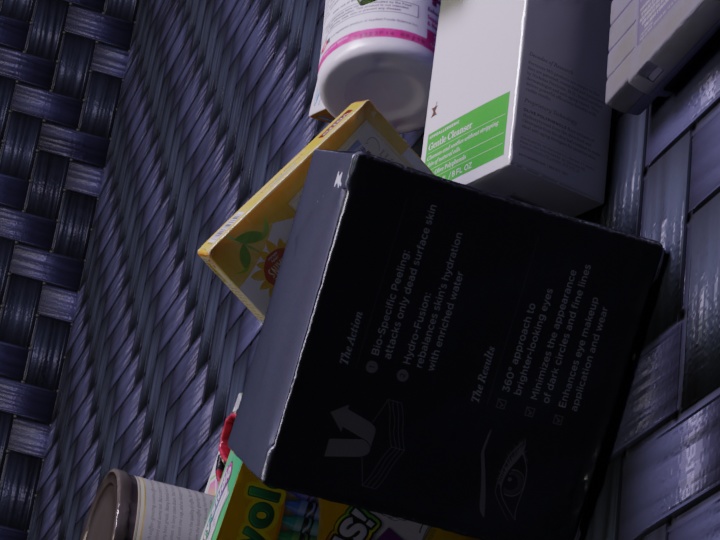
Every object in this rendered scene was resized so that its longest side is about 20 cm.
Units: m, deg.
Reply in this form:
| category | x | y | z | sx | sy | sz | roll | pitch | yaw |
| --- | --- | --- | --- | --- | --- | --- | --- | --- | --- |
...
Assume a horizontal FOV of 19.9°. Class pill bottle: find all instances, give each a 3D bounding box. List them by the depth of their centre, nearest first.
| category | x | y | z | sx | sy | sz | roll | pitch | yaw |
| --- | --- | --- | --- | --- | --- | --- | --- | --- | --- |
| pill bottle | 0.026 | -0.224 | 1.754 | 0.113 | 0.113 | 0.200 | 124 | 156 | -50 |

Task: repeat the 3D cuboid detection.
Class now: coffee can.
| category | x | y | z | sx | sy | sz | roll | pitch | yaw |
| --- | --- | --- | --- | --- | --- | --- | --- | --- | --- |
| coffee can | -0.117 | 0.250 | 1.618 | 0.146 | 0.200 | 0.146 | -165 | 90 | -75 |

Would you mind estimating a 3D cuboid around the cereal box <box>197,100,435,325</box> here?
| category | x | y | z | sx | sy | sz | roll | pitch | yaw |
| --- | --- | --- | --- | --- | --- | --- | --- | --- | --- |
| cereal box | 0.016 | 0.013 | 1.304 | 0.144 | 0.200 | 0.040 | -43 | 12 | -10 |

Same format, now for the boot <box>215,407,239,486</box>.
| category | x | y | z | sx | sy | sz | roll | pitch | yaw |
| --- | --- | --- | --- | --- | --- | --- | --- | --- | --- |
| boot | -0.028 | 0.133 | 1.509 | 0.200 | 0.150 | 0.073 | -104 | 33 | -62 |

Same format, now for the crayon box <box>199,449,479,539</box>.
| category | x | y | z | sx | sy | sz | roll | pitch | yaw |
| --- | --- | --- | --- | --- | --- | --- | --- | --- | --- |
| crayon box | -0.016 | 0.184 | 1.372 | 0.058 | 0.172 | 0.200 | -123 | 50 | -71 |

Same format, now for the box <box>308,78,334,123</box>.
| category | x | y | z | sx | sy | sz | roll | pitch | yaw |
| --- | --- | --- | --- | --- | --- | --- | --- | --- | --- |
| box | -0.001 | -0.208 | 1.979 | 0.200 | 0.041 | 0.119 | 172 | 113 | -71 |

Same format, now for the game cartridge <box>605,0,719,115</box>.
| category | x | y | z | sx | sy | sz | roll | pitch | yaw |
| --- | --- | --- | --- | --- | --- | --- | --- | --- | --- |
| game cartridge | 0.206 | -0.191 | 1.227 | 0.200 | 0.038 | 0.130 | 129 | 148 | -56 |

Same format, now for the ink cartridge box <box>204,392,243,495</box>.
| category | x | y | z | sx | sy | sz | roll | pitch | yaw |
| --- | --- | --- | --- | --- | --- | --- | --- | --- | --- |
| ink cartridge box | -0.109 | 0.226 | 1.887 | 0.104 | 0.059 | 0.200 | -113 | 41 | -65 |

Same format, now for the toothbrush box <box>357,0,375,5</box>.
| category | x | y | z | sx | sy | sz | roll | pitch | yaw |
| --- | --- | --- | --- | --- | --- | --- | --- | --- | --- |
| toothbrush box | 0.057 | -0.296 | 1.464 | 0.146 | 0.200 | 0.086 | 60 | 153 | 9 |

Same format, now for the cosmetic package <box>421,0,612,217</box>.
| category | x | y | z | sx | sy | sz | roll | pitch | yaw |
| --- | --- | --- | --- | --- | --- | --- | --- | --- | --- |
| cosmetic package | 0.108 | -0.130 | 1.375 | 0.108 | 0.085 | 0.200 | -27 | 50 | 51 |

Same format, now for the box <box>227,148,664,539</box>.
| category | x | y | z | sx | sy | sz | roll | pitch | yaw |
| --- | --- | --- | --- | --- | --- | --- | --- | --- | --- |
| box | 0.048 | 0.047 | 1.230 | 0.117 | 0.200 | 0.197 | -158 | 84 | -75 |
